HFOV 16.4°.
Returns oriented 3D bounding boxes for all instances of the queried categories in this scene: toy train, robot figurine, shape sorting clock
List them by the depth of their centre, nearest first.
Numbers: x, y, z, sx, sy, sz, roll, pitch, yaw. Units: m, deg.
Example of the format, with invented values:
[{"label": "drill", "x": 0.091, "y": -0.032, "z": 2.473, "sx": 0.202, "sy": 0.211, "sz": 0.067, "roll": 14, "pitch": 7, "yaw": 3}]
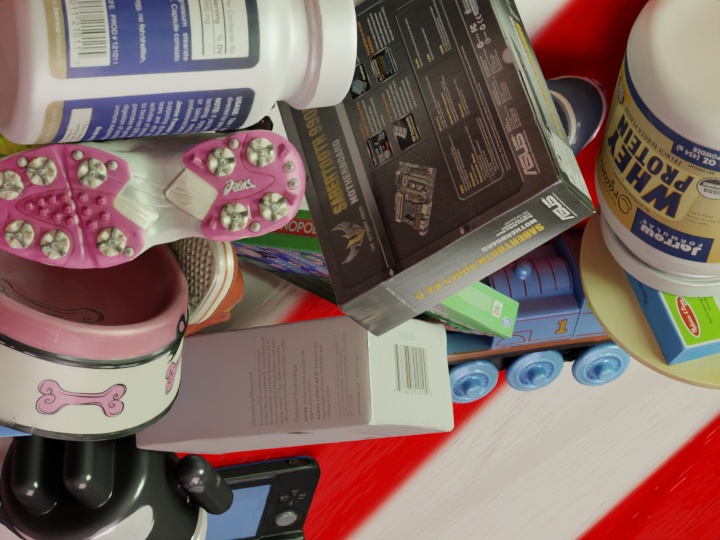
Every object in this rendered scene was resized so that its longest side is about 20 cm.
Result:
[{"label": "shape sorting clock", "x": 0.253, "y": 0.000, "z": 1.749, "sx": 0.200, "sy": 0.200, "sz": 0.039, "roll": -11, "pitch": 146, "yaw": -13}, {"label": "toy train", "x": 0.127, "y": 0.030, "z": 1.848, "sx": 0.200, "sy": 0.087, "sz": 0.114, "roll": -6, "pitch": 137, "yaw": -16}, {"label": "robot figurine", "x": -0.190, "y": 0.167, "z": 1.851, "sx": 0.125, "sy": 0.150, "sz": 0.200, "roll": -52, "pitch": 149, "yaw": -11}]

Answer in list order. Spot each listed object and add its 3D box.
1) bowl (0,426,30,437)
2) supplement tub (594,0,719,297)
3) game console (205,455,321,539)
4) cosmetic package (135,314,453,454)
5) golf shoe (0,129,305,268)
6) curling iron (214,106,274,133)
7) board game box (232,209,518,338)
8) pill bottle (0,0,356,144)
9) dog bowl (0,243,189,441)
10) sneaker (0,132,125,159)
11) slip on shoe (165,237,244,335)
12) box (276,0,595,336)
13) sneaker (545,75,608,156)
[{"label": "bowl", "x": -0.254, "y": 0.085, "z": 1.672, "sx": 0.200, "sy": 0.039, "sz": 0.201, "roll": -2, "pitch": -178, "yaw": 0}, {"label": "supplement tub", "x": 0.235, "y": -0.086, "z": 1.660, "sx": 0.144, "sy": 0.144, "sz": 0.200, "roll": -11, "pitch": 147, "yaw": -13}, {"label": "game console", "x": -0.126, "y": 0.251, "z": 2.016, "sx": 0.200, "sy": 0.118, "sz": 0.171, "roll": -8, "pitch": 147, "yaw": -18}, {"label": "cosmetic package", "x": -0.049, "y": 0.081, "z": 1.748, "sx": 0.200, "sy": 0.081, "sz": 0.113, "roll": -10, "pitch": 169, "yaw": 33}, {"label": "golf shoe", "x": -0.136, "y": -0.045, "z": 1.471, "sx": 0.200, "sy": 0.075, "sz": 0.092, "roll": -4, "pitch": -170, "yaw": -13}, {"label": "curling iron", "x": -0.127, "y": -0.095, "z": 1.515, "sx": 0.200, "sy": 0.050, "sz": 0.026, "roll": -5, "pitch": 106, "yaw": -45}, {"label": "board game box", "x": 0.000, "y": 0.000, "z": 1.708, "sx": 0.135, "sy": 0.029, "sz": 0.200, "roll": 6, "pitch": 167, "yaw": 38}, {"label": "pill bottle", "x": -0.110, "y": -0.135, "z": 1.430, "sx": 0.200, "sy": 0.116, "sz": 0.116, "roll": -5, "pitch": 146, "yaw": -21}, {"label": "dog bowl", "x": -0.196, "y": 0.016, "z": 1.555, "sx": 0.200, "sy": 0.200, "sz": 0.074, "roll": 4, "pitch": 124, "yaw": -33}, {"label": "sneaker", "x": -0.183, "y": -0.067, "z": 1.536, "sx": 0.200, "sy": 0.074, "sz": 0.084, "roll": 15, "pitch": 131, "yaw": -43}, {"label": "slip on shoe", "x": -0.107, "y": 0.003, "z": 1.657, "sx": 0.061, "sy": 0.074, "sz": 0.200, "roll": -16, "pitch": 170, "yaw": -16}, {"label": "box", "x": 0.038, "y": -0.082, "z": 1.509, "sx": 0.158, "sy": 0.200, "sz": 0.048, "roll": -31, "pitch": 143, "yaw": 18}, {"label": "sneaker", "x": 0.094, "y": -0.066, "z": 1.697, "sx": 0.200, "sy": 0.070, "sz": 0.082, "roll": -34, "pitch": 176, "yaw": 42}]
